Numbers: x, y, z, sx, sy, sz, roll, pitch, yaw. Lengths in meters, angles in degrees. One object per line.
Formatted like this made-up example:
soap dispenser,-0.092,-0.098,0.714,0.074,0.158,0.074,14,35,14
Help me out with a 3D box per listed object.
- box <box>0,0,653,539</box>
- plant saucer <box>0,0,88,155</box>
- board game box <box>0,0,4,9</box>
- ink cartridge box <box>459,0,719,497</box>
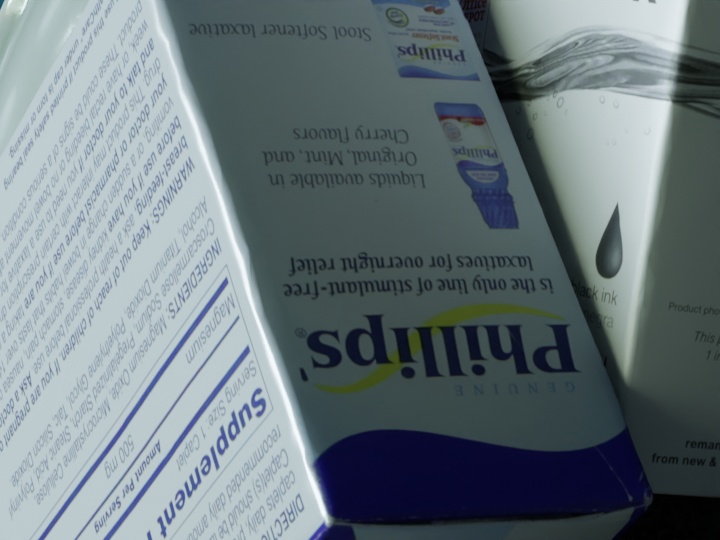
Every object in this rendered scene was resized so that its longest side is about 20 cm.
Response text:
box,-0.031,0.032,0.832,0.184,0.105,0.200,-52,47,45
plant saucer,-0.096,-0.102,1.065,0.200,0.050,0.200,-62,0,1
board game box,-0.159,-0.152,1.136,0.152,0.200,0.045,-59,40,36
ink cartridge box,0.079,-0.044,0.843,0.147,0.083,0.200,15,99,59
